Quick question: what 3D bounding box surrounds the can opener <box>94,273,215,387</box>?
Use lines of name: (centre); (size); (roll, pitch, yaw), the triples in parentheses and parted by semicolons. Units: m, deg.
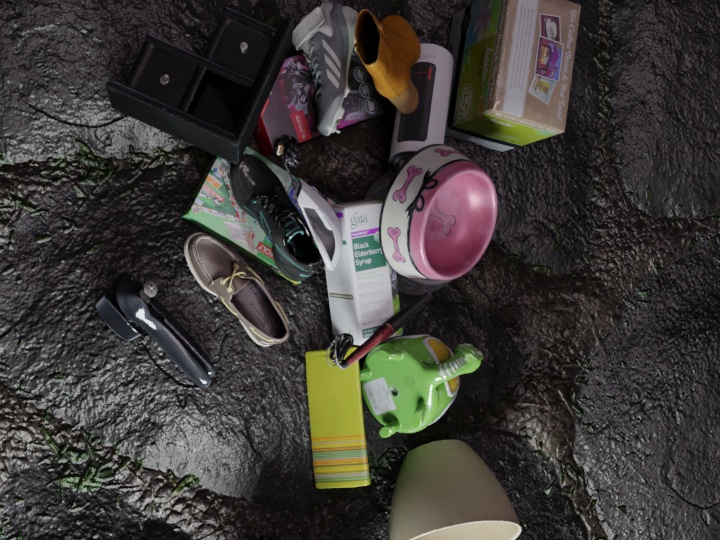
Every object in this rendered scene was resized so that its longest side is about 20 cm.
can opener: (-0.275, 0.083, 1.624); (0.200, 0.078, 0.064); (43, 32, -19)

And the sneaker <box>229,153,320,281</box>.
sneaker: (-0.114, -0.080, 1.659); (0.075, 0.079, 0.202); (-35, 99, -21)

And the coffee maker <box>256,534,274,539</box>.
coffee maker: (-0.072, 0.457, 1.644); (0.198, 0.134, 0.195); (31, 72, -18)

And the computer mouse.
computer mouse: (-0.066, -0.098, 1.650); (0.043, 0.110, 0.203); (-24, 101, -2)

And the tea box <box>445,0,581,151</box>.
tea box: (0.225, -0.308, 1.797); (0.131, 0.196, 0.204); (12, 81, -23)

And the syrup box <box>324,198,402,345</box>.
syrup box: (0.000, 0.000, 1.718); (0.078, 0.081, 0.204); (-11, 99, -32)

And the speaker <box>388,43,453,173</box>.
speaker: (0.094, -0.242, 1.767); (0.080, 0.081, 0.203); (21, 61, -21)

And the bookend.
bookend: (-0.218, -0.285, 1.619); (0.196, 0.092, 0.203); (24, 76, -1)

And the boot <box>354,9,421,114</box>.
boot: (0.035, -0.341, 1.715); (0.144, 0.070, 0.204); (48, 27, -50)

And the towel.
towel: (-0.034, 0.217, 1.712); (0.084, 0.018, 0.204); (-6, 88, 18)

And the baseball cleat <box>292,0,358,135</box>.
baseball cleat: (-0.060, -0.296, 1.690); (0.105, 0.070, 0.203); (16, 68, -15)

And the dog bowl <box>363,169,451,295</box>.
dog bowl: (0.096, -0.065, 1.796); (0.197, 0.058, 0.204); (2, 85, -25)

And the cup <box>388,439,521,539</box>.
cup: (0.127, 0.337, 1.725); (0.197, 0.201, 0.145); (2, 59, -24)

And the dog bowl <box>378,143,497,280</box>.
dog bowl: (0.120, -0.076, 1.688); (0.198, 0.073, 0.204); (-21, 121, -39)

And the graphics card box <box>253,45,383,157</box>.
graphics card box: (-0.074, -0.260, 1.737); (0.197, 0.051, 0.128); (-22, 95, -25)

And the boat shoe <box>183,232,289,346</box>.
boat shoe: (-0.173, 0.025, 1.665); (0.072, 0.059, 0.201); (-42, 103, -20)

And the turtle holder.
turtle holder: (0.085, 0.149, 1.714); (0.131, 0.187, 0.141); (-22, 58, -44)

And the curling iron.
curling iron: (0.031, 0.081, 1.679); (0.198, 0.025, 0.050); (-29, 111, -28)

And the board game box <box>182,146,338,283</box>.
board game box: (-0.144, -0.088, 1.704); (0.198, 0.029, 0.136); (32, 75, -20)
